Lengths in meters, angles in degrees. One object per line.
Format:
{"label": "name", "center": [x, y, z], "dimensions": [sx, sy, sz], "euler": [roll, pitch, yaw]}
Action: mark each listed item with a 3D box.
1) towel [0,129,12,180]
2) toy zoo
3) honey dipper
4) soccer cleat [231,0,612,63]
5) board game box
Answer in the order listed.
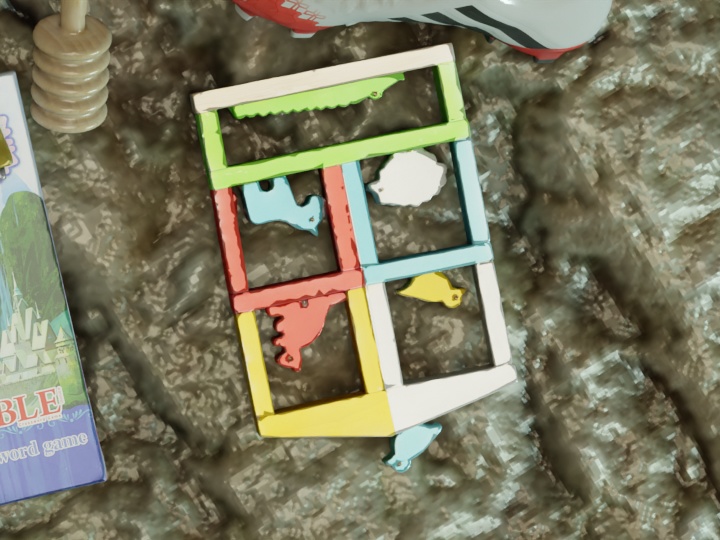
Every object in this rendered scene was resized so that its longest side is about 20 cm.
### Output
{"label": "towel", "center": [-0.271, -0.076, 1.317], "dimensions": [0.199, 0.023, 0.144], "euler": [-17, 73, -7]}
{"label": "toy zoo", "center": [0.000, 0.000, 1.395], "dimensions": [0.131, 0.020, 0.201], "euler": [-11, 95, -7]}
{"label": "honey dipper", "center": [-0.128, -0.156, 1.311], "dimensions": [0.038, 0.038, 0.201], "euler": [2, 125, -8]}
{"label": "soccer cleat", "center": [0.025, -0.147, 1.349], "dimensions": [0.199, 0.085, 0.069], "euler": [10, 61, -11]}
{"label": "board game box", "center": [-0.237, 0.024, 1.354], "dimensions": [0.199, 0.041, 0.200], "euler": [-14, 95, -6]}
